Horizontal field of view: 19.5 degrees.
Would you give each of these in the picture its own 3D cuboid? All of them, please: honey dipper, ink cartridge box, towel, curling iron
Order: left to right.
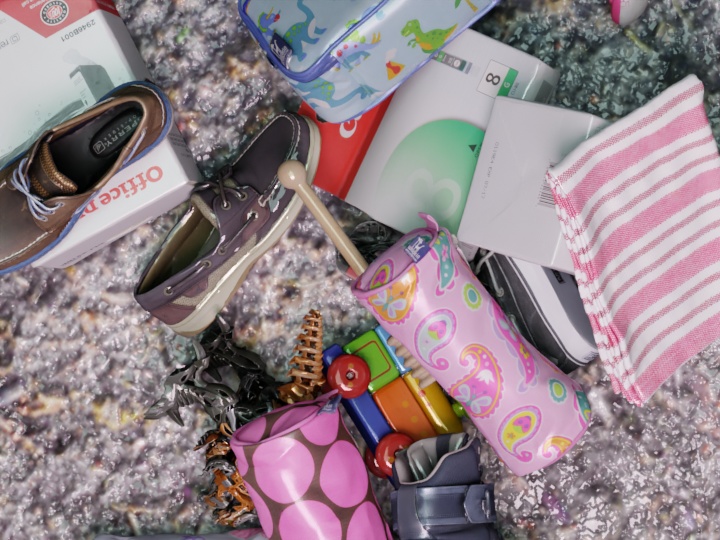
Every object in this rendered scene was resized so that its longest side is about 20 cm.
[{"bbox_3d":[-0.233,-0.120,1.648,0.144,0.084,0.201,-28,89,5],"label":"ink cartridge box"},{"bbox_3d":[0.000,0.000,1.581,0.038,0.038,0.200,-38,90,5],"label":"honey dipper"},{"bbox_3d":[0.033,-0.119,1.604,0.199,0.050,0.162,27,93,26],"label":"ink cartridge box"},{"bbox_3d":[0.064,0.023,1.596,0.199,0.026,0.050,33,96,17],"label":"curling iron"},{"bbox_3d":[0.214,-0.021,1.477,0.146,0.030,0.201,-35,120,-25],"label":"towel"}]

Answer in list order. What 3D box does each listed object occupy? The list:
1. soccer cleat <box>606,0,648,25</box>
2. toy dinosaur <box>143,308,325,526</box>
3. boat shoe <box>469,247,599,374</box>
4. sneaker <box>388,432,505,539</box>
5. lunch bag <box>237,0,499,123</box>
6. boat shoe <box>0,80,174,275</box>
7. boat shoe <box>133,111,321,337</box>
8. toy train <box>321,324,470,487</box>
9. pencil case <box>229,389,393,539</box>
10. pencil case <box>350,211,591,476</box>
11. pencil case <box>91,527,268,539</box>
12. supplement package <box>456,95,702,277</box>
[{"bbox_3d":[0.235,-0.287,1.607,0.086,0.070,0.201,6,91,6],"label":"soccer cleat"},{"bbox_3d":[-0.081,0.107,1.626,0.135,0.102,0.201,34,100,4],"label":"toy dinosaur"},{"bbox_3d":[0.114,-0.006,1.622,0.068,0.074,0.200,-35,81,24],"label":"boat shoe"},{"bbox_3d":[0.094,0.196,1.577,0.077,0.202,0.147,-16,75,33],"label":"sneaker"},{"bbox_3d":[0.008,-0.219,1.593,0.200,0.161,0.082,-40,131,6],"label":"lunch bag"},{"bbox_3d":[-0.230,-0.073,1.570,0.200,0.072,0.072,-43,88,6],"label":"boat shoe"},{"bbox_3d":[-0.105,-0.042,1.636,0.200,0.065,0.072,-54,42,7],"label":"boat shoe"},{"bbox_3d":[0.060,0.125,1.629,0.115,0.085,0.201,-32,88,-9],"label":"toy train"},{"bbox_3d":[-0.017,0.193,1.555,0.090,0.094,0.201,-14,101,41],"label":"pencil case"},{"bbox_3d":[0.083,0.055,1.527,0.087,0.087,0.200,-39,104,5],"label":"pencil case"},{"bbox_3d":[-0.119,0.243,1.637,0.199,0.091,0.084,-4,90,5],"label":"pencil case"},{"bbox_3d":[0.190,-0.046,1.542,0.199,0.109,0.114,13,93,-38],"label":"supplement package"}]
